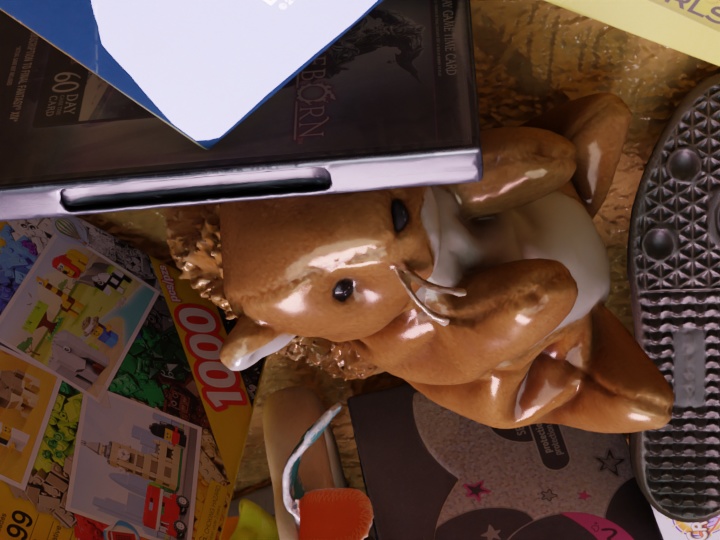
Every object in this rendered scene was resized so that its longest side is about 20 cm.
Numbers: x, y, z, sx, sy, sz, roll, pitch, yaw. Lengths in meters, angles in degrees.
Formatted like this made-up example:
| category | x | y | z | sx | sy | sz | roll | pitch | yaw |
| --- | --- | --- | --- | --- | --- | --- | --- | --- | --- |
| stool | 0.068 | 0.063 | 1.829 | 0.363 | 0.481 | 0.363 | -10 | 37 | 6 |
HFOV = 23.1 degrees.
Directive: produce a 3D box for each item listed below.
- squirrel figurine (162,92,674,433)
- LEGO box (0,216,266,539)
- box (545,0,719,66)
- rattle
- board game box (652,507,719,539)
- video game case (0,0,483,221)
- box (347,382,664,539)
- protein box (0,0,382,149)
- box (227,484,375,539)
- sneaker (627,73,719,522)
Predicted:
| category | x | y | z | sx | sy | sz | roll | pitch | yaw |
| --- | --- | --- | --- | --- | --- | --- | --- | --- | --- |
| squirrel figurine | 0.000 | 0.000 | 0.716 | 0.200 | 0.142 | 0.186 | -5 | 176 | 43 |
| LEGO box | -0.133 | 0.077 | 0.758 | 0.149 | 0.200 | 0.077 | 28 | 129 | -15 |
| box | 0.116 | -0.131 | 0.670 | 0.200 | 0.050 | 0.075 | 18 | 133 | -17 |
| rattle | -0.061 | 0.117 | 0.787 | 0.142 | 0.131 | 0.200 | 2 | 178 | 4 |
| board game box | 0.243 | 0.119 | 0.928 | 0.199 | 0.040 | 0.153 | -1 | 135 | 1 |
| video game case | -0.057 | -0.075 | 0.660 | 0.199 | 0.143 | 0.019 | -5 | 131 | 5 |
| box | 0.080 | 0.149 | 0.835 | 0.132 | 0.200 | 0.115 | -14 | 135 | 0 |
| protein box | -0.059 | -0.185 | 0.555 | 0.200 | 0.135 | 0.198 | 34 | 126 | -29 |
| box | -0.037 | 0.258 | 0.953 | 0.171 | 0.200 | 0.199 | -24 | 130 | 20 |
| sneaker | 0.150 | 0.008 | 0.785 | 0.070 | 0.076 | 0.201 | 8 | 103 | 5 |
